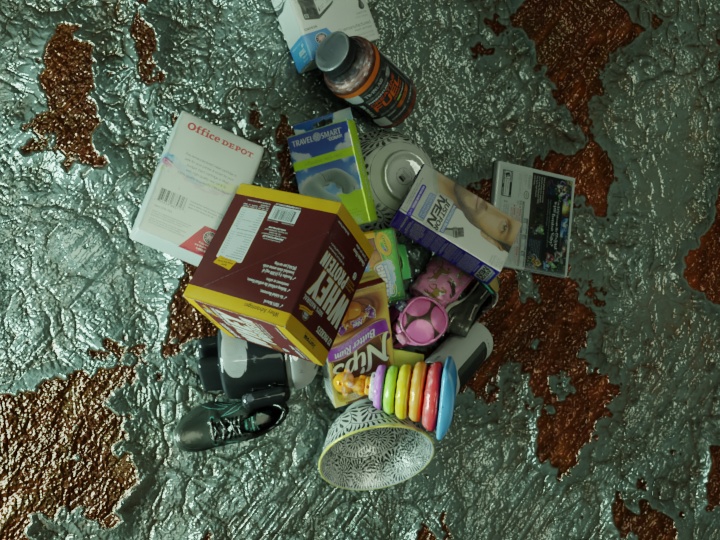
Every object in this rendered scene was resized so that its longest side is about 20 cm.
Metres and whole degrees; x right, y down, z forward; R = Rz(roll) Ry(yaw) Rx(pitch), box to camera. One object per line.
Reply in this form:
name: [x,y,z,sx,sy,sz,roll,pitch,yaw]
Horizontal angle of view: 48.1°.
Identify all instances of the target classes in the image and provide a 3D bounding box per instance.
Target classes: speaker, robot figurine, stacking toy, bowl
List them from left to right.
robot figurine: [-0.165,0.144,1.321,0.196,0.125,0.153,-7,84,-4]
bowl: [0.021,0.282,1.379,0.197,0.202,0.095,7,44,-19]
stacking toy: [0.053,0.190,1.283,0.196,0.110,0.118,6,99,9]
bowl: [0.066,-0.162,1.453,0.197,0.094,0.205,1,87,-20]
speaker: [0.167,0.160,1.424,0.199,0.080,0.082,-33,100,-57]

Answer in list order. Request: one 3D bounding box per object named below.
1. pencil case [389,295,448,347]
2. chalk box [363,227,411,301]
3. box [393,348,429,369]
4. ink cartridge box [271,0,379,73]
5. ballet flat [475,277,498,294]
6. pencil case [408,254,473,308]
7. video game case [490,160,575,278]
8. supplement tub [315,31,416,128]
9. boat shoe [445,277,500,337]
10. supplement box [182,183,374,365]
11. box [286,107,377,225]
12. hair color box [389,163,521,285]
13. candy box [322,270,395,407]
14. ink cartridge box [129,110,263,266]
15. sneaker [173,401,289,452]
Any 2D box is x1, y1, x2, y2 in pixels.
pencil case: [0.081,0.092,1.387,0.091,0.200,0.094,44,79,-1]
chalk box: [0.000,0.000,1.401,0.197,0.124,0.127,-11,89,-20]
box: [0.018,0.155,1.425,0.197,0.075,0.051,13,84,-20]
ink cartridge box: [-0.073,-0.474,1.427,0.143,0.084,0.203,-22,94,-19]
ballet flat: [0.185,-0.048,1.417,0.063,0.069,0.200,-44,86,1]
pencil case: [0.176,-0.007,1.488,0.200,0.086,0.083,-48,109,-14]
video game case: [0.334,-0.098,1.586,0.179,0.023,0.204,9,83,-19]
supplement tub: [0.007,-0.330,1.391,0.199,0.106,0.109,25,76,-52]
boat shoe: [0.214,0.068,1.473,0.057,0.068,0.199,30,38,24]
supplement box: [-0.118,0.003,1.209,0.203,0.194,0.133,-65,148,-19]
box: [-0.052,-0.170,1.405,0.120,0.048,0.204,-13,91,18]
hair color box: [0.161,-0.078,1.364,0.198,0.065,0.110,31,62,-3]
candy box: [-0.009,0.113,1.319,0.115,0.057,0.203,-15,117,-15]
ink cartridge box: [-0.265,-0.124,1.301,0.143,0.144,0.203,23,79,-17]
sneaker: [-0.211,0.248,1.332,0.197,0.079,0.077,-16,92,-19]
